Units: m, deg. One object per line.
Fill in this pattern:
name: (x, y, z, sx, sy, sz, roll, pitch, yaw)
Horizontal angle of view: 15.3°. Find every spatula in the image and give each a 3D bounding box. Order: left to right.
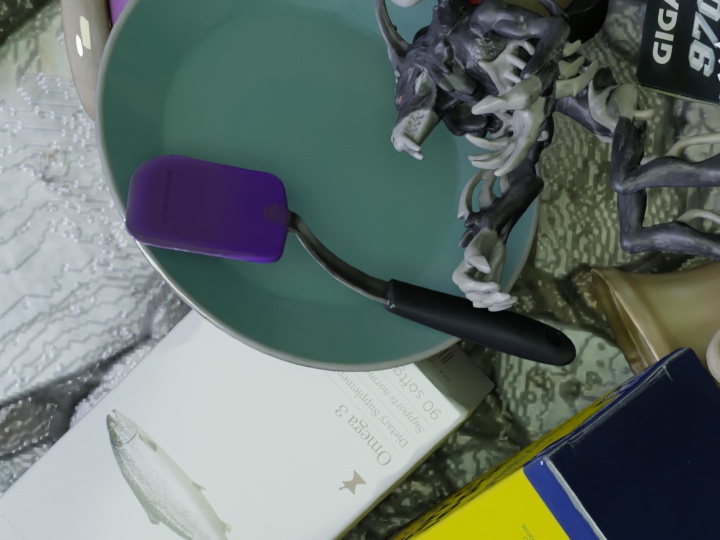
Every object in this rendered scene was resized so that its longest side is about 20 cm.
spatula: (0.000, 0.000, 1.084, 0.200, 0.057, 0.021, 23, 128, -19)

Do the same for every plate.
plate: (-0.018, -0.050, 1.124, 0.200, 0.026, 0.200, 9, 66, -21)

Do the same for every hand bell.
hand bell: (0.212, -0.002, 1.172, 0.200, 0.104, 0.104, -28, 89, -2)

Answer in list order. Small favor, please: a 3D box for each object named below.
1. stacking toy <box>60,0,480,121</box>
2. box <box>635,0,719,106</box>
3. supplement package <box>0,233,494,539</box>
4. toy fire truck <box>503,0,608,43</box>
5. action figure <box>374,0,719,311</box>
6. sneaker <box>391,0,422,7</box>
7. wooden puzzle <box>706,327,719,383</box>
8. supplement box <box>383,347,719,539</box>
stacking toy: (-0.029, -0.119, 1.197, 0.200, 0.085, 0.086, -8, 92, 6)
box: (0.188, -0.171, 1.102, 0.046, 0.159, 0.200, 18, 108, 37)
supplement package: (-0.055, 0.083, 1.192, 0.200, 0.117, 0.117, -44, 87, 9)
toy fire truck: (0.056, -0.204, 1.156, 0.200, 0.129, 0.176, 34, 62, 19)
action figure: (0.073, -0.047, 1.060, 0.200, 0.119, 0.102, 25, 61, 24)
sneaker: (0.023, -0.191, 1.051, 0.081, 0.075, 0.200, -12, 54, 13)
wooden puzzle: (0.263, 0.032, 1.135, 0.185, 0.037, 0.200, 44, 72, -6)
supplement box: (0.078, 0.135, 1.131, 0.110, 0.109, 0.200, 54, 135, 3)
